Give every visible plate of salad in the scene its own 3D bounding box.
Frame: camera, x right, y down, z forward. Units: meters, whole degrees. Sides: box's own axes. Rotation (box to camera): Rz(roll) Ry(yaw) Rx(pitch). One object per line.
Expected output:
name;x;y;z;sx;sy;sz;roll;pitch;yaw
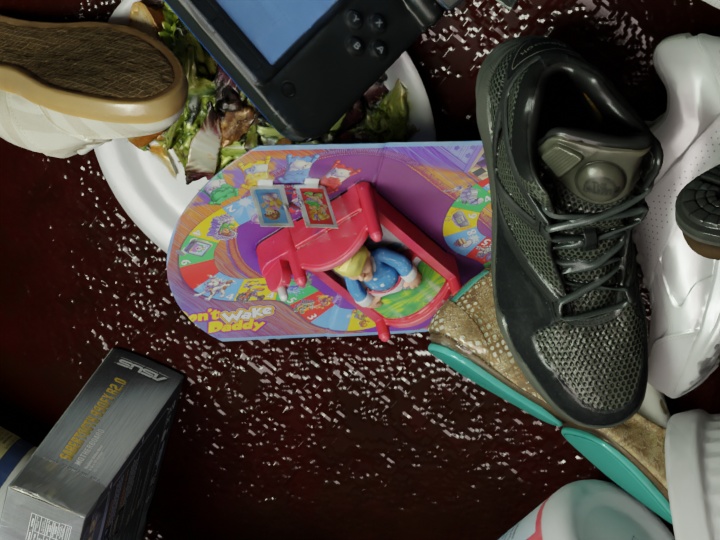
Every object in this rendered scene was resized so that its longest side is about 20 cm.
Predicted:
plate of salad;-0.057;-0.072;1.474;0.199;0.048;0.201;8;118;15

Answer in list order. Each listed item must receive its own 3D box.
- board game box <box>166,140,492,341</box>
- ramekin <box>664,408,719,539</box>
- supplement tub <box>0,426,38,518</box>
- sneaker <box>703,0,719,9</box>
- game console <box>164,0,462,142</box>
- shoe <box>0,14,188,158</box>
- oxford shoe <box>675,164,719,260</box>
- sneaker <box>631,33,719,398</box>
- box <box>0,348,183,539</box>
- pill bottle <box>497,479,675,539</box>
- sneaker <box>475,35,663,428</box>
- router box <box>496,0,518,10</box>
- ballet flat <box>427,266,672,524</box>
board game box;0.000;0.000;1.431;0.199;0.039;0.158;-2;141;-16
ramekin;0.227;0.163;1.419;0.094;0.203;0.203;-14;112;13
supplement tub;-0.290;0.126;1.600;0.199;0.145;0.145;29;122;3
sneaker;0.123;-0.203;1.330;0.199;0.075;0.089;26;99;-15
game console;-0.020;-0.197;1.360;0.200;0.171;0.118;49;147;-9
shoe;-0.160;-0.096;1.464;0.199;0.070;0.054;16;135;42
oxford shoe;0.242;-0.015;1.343;0.199;0.073;0.085;-2;128;-19
sneaker;0.165;-0.033;1.411;0.099;0.078;0.201;20;113;17
box;-0.167;0.168;1.572;0.048;0.159;0.201;20;122;8
pill bottle;0.086;0.212;1.536;0.109;0.109;0.200;42;121;-6
sneaker;0.107;-0.014;1.353;0.076;0.114;0.201;-10;98;-8
router box;0.056;-0.243;1.261;0.149;0.201;0.062;30;159;1
ballet flat;0.123;0.064;1.465;0.200;0.070;0.065;37;81;-30
